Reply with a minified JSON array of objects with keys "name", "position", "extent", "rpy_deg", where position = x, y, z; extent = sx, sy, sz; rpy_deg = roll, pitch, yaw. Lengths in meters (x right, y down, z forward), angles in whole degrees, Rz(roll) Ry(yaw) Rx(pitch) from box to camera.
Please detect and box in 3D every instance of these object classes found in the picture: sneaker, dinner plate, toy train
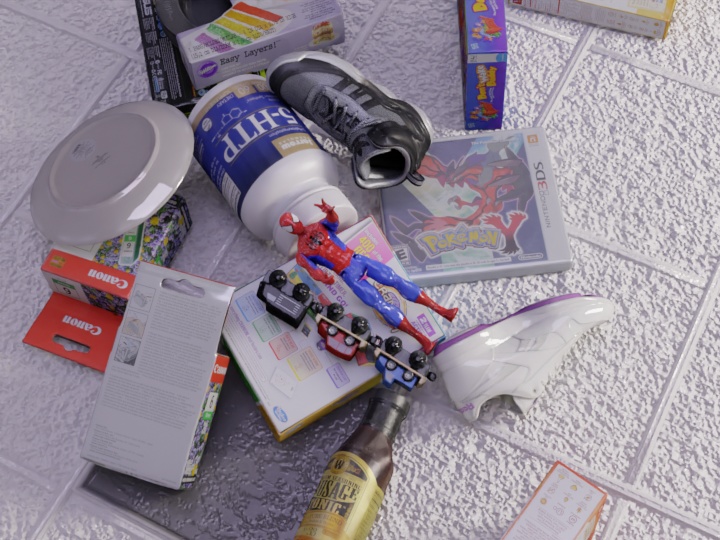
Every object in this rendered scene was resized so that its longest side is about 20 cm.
[{"name":"sneaker","position":[0.171,0.087,1.234],"extent":[0.198,0.075,0.101],"rpy_deg":[-21,85,-13]},{"name":"dinner plate","position":[-0.272,-0.113,1.313],"extent":[0.198,0.024,0.202],"rpy_deg":[-14,49,16]},{"name":"toy train","position":[-0.016,0.064,1.207],"extent":[0.199,0.034,0.046],"rpy_deg":[30,76,6]},{"name":"sneaker","position":[-0.011,-0.156,1.297],"extent":[0.198,0.076,0.114],"rpy_deg":[25,35,-15]}]

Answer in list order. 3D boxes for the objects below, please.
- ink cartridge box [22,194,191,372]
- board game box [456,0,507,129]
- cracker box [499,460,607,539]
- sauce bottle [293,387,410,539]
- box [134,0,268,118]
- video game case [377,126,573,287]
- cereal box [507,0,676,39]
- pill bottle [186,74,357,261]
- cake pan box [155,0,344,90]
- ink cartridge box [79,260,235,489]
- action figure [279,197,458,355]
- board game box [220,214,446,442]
[{"name":"ink cartridge box","position":[-0.273,-0.002,1.303],"extent":[0.108,0.051,0.201],"rpy_deg":[17,61,14]},{"name":"board game box","position":[0.138,-0.283,1.406],"extent":[0.044,0.135,0.202],"rpy_deg":[-1,59,2]},{"name":"cracker box","position":[0.135,0.280,1.071],"extent":[0.057,0.134,0.200],"rpy_deg":[33,67,20]},{"name":"sauce bottle","position":[-0.008,0.206,1.165],"extent":[0.065,0.066,0.201],"rpy_deg":[17,61,13]},{"name":"box","position":[-0.165,-0.273,1.471],"extent":[0.191,0.048,0.202],"rpy_deg":[-12,58,-7]},{"name":"video game case","position":[0.120,-0.072,1.346],"extent":[0.197,0.023,0.184],"rpy_deg":[-7,59,0]},{"name":"cereal box","position":[0.294,-0.367,1.501],"extent":[0.198,0.040,0.145],"rpy_deg":[16,61,13]},{"name":"pill bottle","position":[-0.093,-0.105,1.323],"extent":[0.119,0.120,0.200],"rpy_deg":[-31,62,-15]},{"name":"cake pan box","position":[-0.141,-0.316,1.441],"extent":[0.198,0.053,0.185],"rpy_deg":[-19,56,-10]},{"name":"ink cartridge box","position":[-0.191,0.102,1.203],"extent":[0.108,0.050,0.202],"rpy_deg":[15,85,12]},{"name":"action figure","position":[0.000,0.000,1.192],"extent":[0.199,0.099,0.066],"rpy_deg":[35,86,8]},{"name":"board game box","position":[-0.035,0.057,1.248],"extent":[0.199,0.040,0.154],"rpy_deg":[-28,75,-13]}]
